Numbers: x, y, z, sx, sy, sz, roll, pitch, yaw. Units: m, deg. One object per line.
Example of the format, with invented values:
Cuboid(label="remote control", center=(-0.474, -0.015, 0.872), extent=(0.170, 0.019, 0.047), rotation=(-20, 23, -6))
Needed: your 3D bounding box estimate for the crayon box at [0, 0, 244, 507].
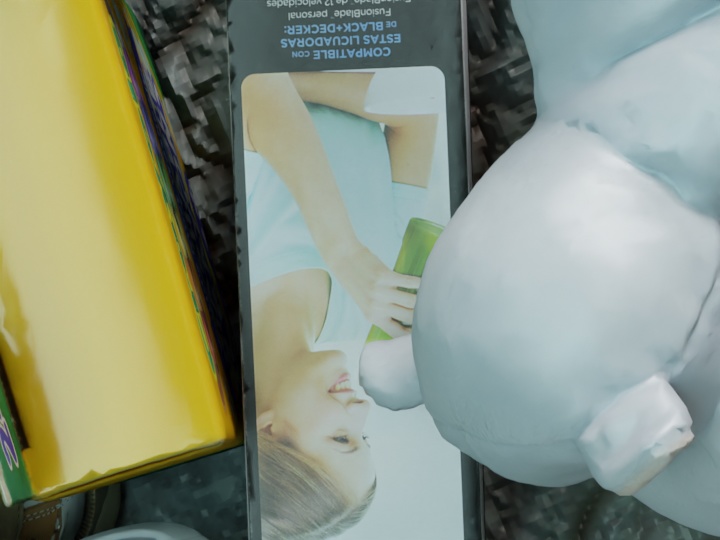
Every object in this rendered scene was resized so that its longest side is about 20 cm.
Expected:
Cuboid(label="crayon box", center=(-0.070, -0.009, 0.748), extent=(0.051, 0.200, 0.126), rotation=(-17, 88, 1))

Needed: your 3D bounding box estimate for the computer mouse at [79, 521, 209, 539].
Cuboid(label="computer mouse", center=(-0.101, 0.131, 0.803), extent=(0.200, 0.044, 0.110), rotation=(-25, 64, 26))

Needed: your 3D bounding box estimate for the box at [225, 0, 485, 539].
Cuboid(label="box", center=(0.000, 0.000, 0.765), extent=(0.060, 0.117, 0.201), rotation=(-2, 92, 1))

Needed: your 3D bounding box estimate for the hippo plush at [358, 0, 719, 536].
Cuboid(label="hippo plush", center=(0.084, -0.023, 0.650), extent=(0.159, 0.200, 0.161), rotation=(4, 73, 50))

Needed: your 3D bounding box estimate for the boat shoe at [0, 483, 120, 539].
Cuboid(label="boat shoe", center=(-0.140, -0.001, 0.847), extent=(0.075, 0.068, 0.200), rotation=(-37, 79, 22))
